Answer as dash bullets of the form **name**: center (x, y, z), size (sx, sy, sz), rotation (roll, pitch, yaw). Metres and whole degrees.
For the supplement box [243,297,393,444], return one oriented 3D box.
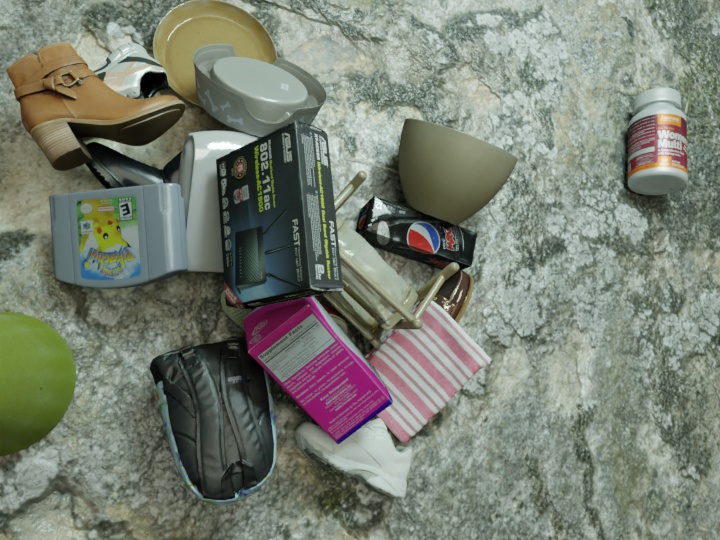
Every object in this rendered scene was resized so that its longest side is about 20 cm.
- **supplement box**: center (-0.059, 0.124, 0.732), size (0.103, 0.101, 0.200), rotation (-36, 115, -1)

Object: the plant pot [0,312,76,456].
- **plant pot**: center (-0.450, 0.130, 0.612), size (0.186, 0.200, 0.189), rotation (4, 77, -18)

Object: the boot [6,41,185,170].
- **boot**: center (-0.357, -0.241, 0.717), size (0.199, 0.074, 0.155), rotation (-27, 83, -22)

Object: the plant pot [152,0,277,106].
- **plant pot**: center (-0.238, -0.353, 0.882), size (0.198, 0.027, 0.202), rotation (4, 76, -18)

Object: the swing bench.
- **swing bench**: center (0.000, 0.000, 0.787), size (0.199, 0.200, 0.130), rotation (43, 60, -5)

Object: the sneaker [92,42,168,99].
- **sneaker**: center (-0.370, -0.256, 0.782), size (0.080, 0.074, 0.200), rotation (34, 70, 11)

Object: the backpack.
- **backpack**: center (-0.187, 0.212, 0.723), size (0.162, 0.154, 0.201), rotation (-11, 58, -27)

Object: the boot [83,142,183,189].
- **boot**: center (-0.287, -0.153, 0.793), size (0.200, 0.076, 0.168), rotation (46, 72, -12)

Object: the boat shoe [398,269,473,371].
- **boat shoe**: center (0.123, 0.079, 0.884), size (0.070, 0.070, 0.201), rotation (33, 70, -15)

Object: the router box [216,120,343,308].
- **router box**: center (-0.104, -0.061, 0.655), size (0.062, 0.149, 0.202), rotation (4, 76, -53)

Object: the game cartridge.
- **game cartridge**: center (-0.330, -0.043, 0.717), size (0.198, 0.040, 0.135), rotation (-4, 95, 14)

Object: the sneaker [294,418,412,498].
- **sneaker**: center (-0.006, 0.265, 0.807), size (0.199, 0.078, 0.100), rotation (33, 63, -19)

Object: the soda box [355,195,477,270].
- **soda box**: center (0.095, -0.058, 0.905), size (0.199, 0.071, 0.064), rotation (17, 74, -15)

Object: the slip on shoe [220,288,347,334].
- **slip on shoe**: center (-0.116, 0.065, 0.815), size (0.199, 0.061, 0.074), rotation (16, 112, -15)

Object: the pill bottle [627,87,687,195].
- **pill bottle**: center (0.619, -0.269, 1.107), size (0.109, 0.110, 0.202), rotation (12, 75, -16)

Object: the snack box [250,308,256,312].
- **snack box**: center (-0.111, 0.069, 0.770), size (0.071, 0.024, 0.201), rotation (-22, 114, 0)

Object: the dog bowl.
- **dog bowl**: center (-0.153, -0.268, 0.799), size (0.199, 0.059, 0.201), rotation (16, 38, -12)

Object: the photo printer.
- **photo printer**: center (-0.183, -0.097, 0.770), size (0.165, 0.069, 0.202), rotation (4, 100, -36)

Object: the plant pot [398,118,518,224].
- **plant pot**: center (0.145, -0.157, 0.897), size (0.199, 0.200, 0.135), rotation (18, 100, -14)

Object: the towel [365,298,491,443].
- **towel**: center (0.087, 0.159, 0.830), size (0.146, 0.030, 0.200), rotation (43, 100, -5)
